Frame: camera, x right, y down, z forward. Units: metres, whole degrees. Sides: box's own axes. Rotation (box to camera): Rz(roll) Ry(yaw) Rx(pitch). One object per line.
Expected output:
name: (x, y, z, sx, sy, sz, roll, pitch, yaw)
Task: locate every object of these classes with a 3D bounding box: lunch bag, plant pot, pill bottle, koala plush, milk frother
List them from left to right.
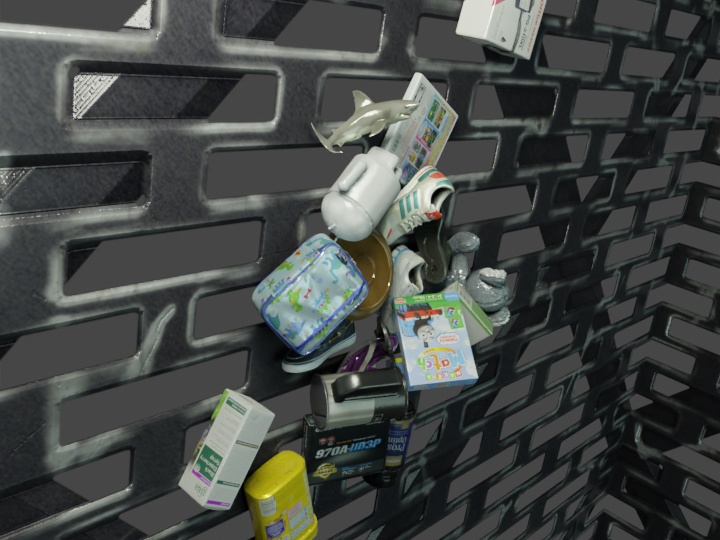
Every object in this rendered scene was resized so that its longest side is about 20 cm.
lunch bag: (-0.089, 0.046, 1.477, 0.199, 0.082, 0.162, -42, 126, -7)
milk frother: (-0.008, 0.215, 1.664, 0.184, 0.202, 0.182, -3, 136, -22)
plant pot: (0.000, 0.000, 1.597, 0.197, 0.027, 0.205, -1, 92, -41)
pill bottle: (0.061, 0.403, 1.866, 0.111, 0.111, 0.204, -8, 114, -48)
koala plush: (0.265, 0.038, 1.853, 0.183, 0.198, 0.180, -34, 133, -34)

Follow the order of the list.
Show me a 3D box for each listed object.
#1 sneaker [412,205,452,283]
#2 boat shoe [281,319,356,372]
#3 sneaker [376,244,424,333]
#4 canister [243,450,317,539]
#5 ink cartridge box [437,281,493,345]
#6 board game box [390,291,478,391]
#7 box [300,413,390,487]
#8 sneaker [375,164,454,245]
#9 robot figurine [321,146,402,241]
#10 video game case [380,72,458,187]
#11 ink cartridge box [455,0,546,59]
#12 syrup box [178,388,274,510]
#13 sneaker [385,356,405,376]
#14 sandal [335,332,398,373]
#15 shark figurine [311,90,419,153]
sneaker: (0.162, -0.079, 1.779, 0.114, 0.075, 0.204, -39, 119, -78)
boat shoe: (-0.087, 0.127, 1.587, 0.199, 0.070, 0.093, -27, 121, -45)
sneaker: (0.094, 0.052, 1.747, 0.074, 0.086, 0.204, -12, 119, -48)
canister: (-0.166, 0.499, 1.660, 0.148, 0.086, 0.204, -32, 130, -37)
ink cartridge box: (0.187, 0.133, 1.824, 0.146, 0.198, 0.048, 46, 31, -19)
board game box: (0.155, 0.147, 1.672, 0.148, 0.204, 0.037, -5, 153, -12)
box: (-0.034, 0.382, 1.736, 0.196, 0.046, 0.162, -4, 114, -25)
sneaker: (0.116, -0.124, 1.653, 0.200, 0.093, 0.070, -49, 142, 0)
robot figurine: (0.000, -0.139, 1.509, 0.201, 0.112, 0.170, -53, 149, -17)
video game case: (0.121, -0.280, 1.658, 0.181, 0.023, 0.203, 31, 83, -53)
ink cartridge box: (0.306, -0.551, 1.693, 0.198, 0.083, 0.148, 1, 108, -51)
syrup box: (-0.250, 0.336, 1.478, 0.081, 0.078, 0.203, 33, 83, -53)
sneaker: (0.096, 0.234, 1.790, 0.200, 0.064, 0.080, 98, -20, -83)
sandal: (0.021, 0.199, 1.760, 0.202, 0.049, 0.084, -37, 132, -31)
shark figurine: (-0.009, -0.287, 1.475, 0.212, 0.128, 0.091, -27, 104, -18)
